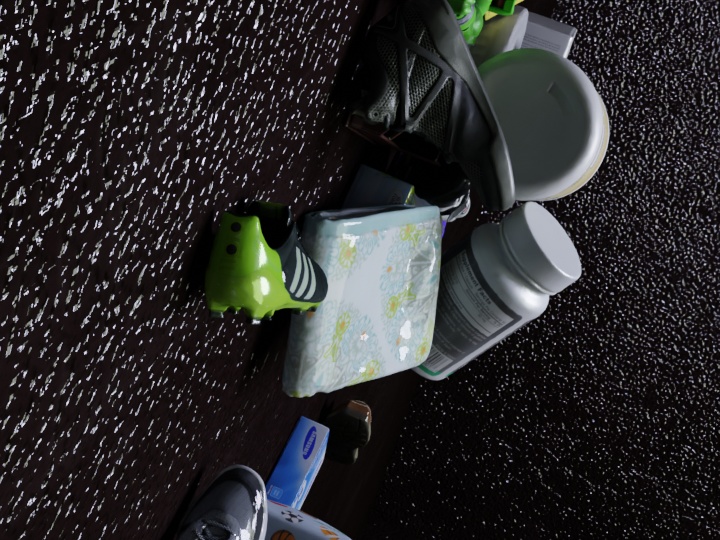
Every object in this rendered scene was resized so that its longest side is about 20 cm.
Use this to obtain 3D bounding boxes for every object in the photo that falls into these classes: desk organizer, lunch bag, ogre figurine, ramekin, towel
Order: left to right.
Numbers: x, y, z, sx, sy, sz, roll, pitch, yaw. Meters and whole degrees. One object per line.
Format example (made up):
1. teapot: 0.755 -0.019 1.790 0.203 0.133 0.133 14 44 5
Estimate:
1. lunch bag: -0.076 0.318 1.199 0.124 0.169 0.200 -64 172 -9
2. towel: 0.008 0.024 1.087 0.200 0.048 0.172 -8 108 -50
3. desk organizer: 0.048 -0.152 1.107 0.200 0.077 0.072 -8 119 -81
4. ramekin: 0.118 -0.223 1.322 0.202 0.094 0.203 21 90 -82
5. ogre figurine: 0.108 -0.287 1.054 0.120 0.098 0.201 91 -4 -60

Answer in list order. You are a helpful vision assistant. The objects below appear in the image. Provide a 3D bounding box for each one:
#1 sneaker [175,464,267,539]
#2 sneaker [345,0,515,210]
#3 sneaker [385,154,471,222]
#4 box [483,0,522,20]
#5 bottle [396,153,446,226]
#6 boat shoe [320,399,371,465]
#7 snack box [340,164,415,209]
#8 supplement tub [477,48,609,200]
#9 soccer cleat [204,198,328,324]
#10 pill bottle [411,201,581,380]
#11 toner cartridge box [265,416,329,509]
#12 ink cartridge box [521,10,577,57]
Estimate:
1. sneaker: -0.136 0.248 0.945 0.201 0.075 0.114 -62 173 -22
2. sneaker: 0.058 -0.128 0.975 0.114 0.200 0.076 -28 -160 1
3. sneaker: 0.098 -0.095 1.273 0.074 0.088 0.200 -64 -163 -5
4. box: 0.203 -0.356 1.242 0.199 0.075 0.050 -28 160 -8
5. bottle: 0.070 -0.067 1.454 0.200 0.083 0.065 101 7 -51
6. boat shoe: -0.021 0.231 1.714 0.200 0.075 0.074 114 -3 -62
7. snack box: 0.000 0.000 1.228 0.200 0.067 0.169 71 43 -75
8. supplement tub: 0.178 -0.143 1.149 0.145 0.144 0.200 -69 167 8
9. soccer cleat: -0.062 -0.009 0.826 0.200 0.067 0.082 -14 113 -80
10. pill bottle: 0.127 0.022 1.196 0.200 0.113 0.113 -37 -173 27
11. toner cartridge box: -0.100 0.292 1.421 0.095 0.043 0.200 103 12 -54
12. ink cartridge box: 0.187 -0.250 1.524 0.084 0.144 0.201 -52 163 -66
